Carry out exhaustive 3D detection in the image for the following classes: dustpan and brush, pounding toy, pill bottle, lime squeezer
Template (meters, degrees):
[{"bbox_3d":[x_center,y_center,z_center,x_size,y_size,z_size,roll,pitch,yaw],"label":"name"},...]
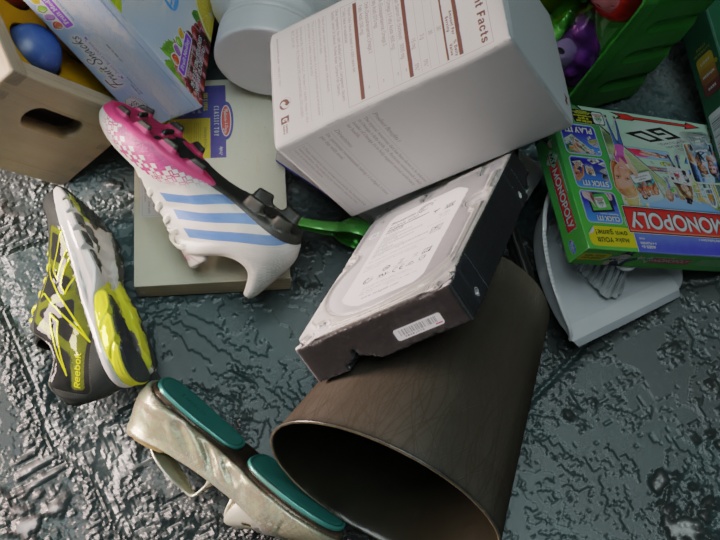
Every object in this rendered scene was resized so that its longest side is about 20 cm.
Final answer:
[{"bbox_3d":[0.181,-0.053,0.968,0.139,0.057,0.200,-21,70,-30],"label":"dustpan and brush"},{"bbox_3d":[-0.273,-0.195,0.982,0.142,0.200,0.185,-35,69,19],"label":"pounding toy"},{"bbox_3d":[-0.070,-0.263,1.034,0.119,0.120,0.201,8,61,2],"label":"pill bottle"},{"bbox_3d":[0.000,0.000,0.968,0.200,0.038,0.071,48,56,5],"label":"lime squeezer"}]

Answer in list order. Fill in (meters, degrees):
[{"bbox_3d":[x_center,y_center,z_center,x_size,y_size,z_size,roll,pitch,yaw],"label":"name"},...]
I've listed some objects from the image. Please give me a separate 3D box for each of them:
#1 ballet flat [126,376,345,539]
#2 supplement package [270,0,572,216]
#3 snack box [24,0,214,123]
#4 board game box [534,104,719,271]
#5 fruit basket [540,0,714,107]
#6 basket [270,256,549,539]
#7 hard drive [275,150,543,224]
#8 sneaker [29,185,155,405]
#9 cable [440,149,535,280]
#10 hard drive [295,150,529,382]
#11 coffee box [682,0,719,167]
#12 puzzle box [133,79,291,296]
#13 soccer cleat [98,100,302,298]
[{"bbox_3d":[-0.100,0.161,0.901,0.200,0.067,0.062,37,100,17],"label":"ballet flat"},{"bbox_3d":[0.044,-0.147,0.893,0.199,0.117,0.118,-21,54,23],"label":"supplement package"},{"bbox_3d":[-0.195,-0.249,0.980,0.067,0.169,0.201,-19,46,21],"label":"snack box"},{"bbox_3d":[0.240,-0.067,0.967,0.199,0.029,0.135,2,62,-30],"label":"board game box"},{"bbox_3d":[0.170,-0.238,0.992,0.214,0.216,0.156,-9,67,-5],"label":"fruit basket"},{"bbox_3d":[0.058,0.090,0.872,0.180,0.136,0.200,25,54,11],"label":"basket"},{"bbox_3d":[0.045,-0.092,1.009,0.200,0.025,0.132,34,70,5],"label":"hard drive"},{"bbox_3d":[-0.237,0.018,0.943,0.084,0.074,0.201,-29,59,7],"label":"sneaker"},{"bbox_3d":[0.107,-0.055,0.982,0.097,0.050,0.201,-18,86,-31],"label":"cable"},{"bbox_3d":[0.044,-0.008,0.859,0.038,0.139,0.200,55,35,-16],"label":"hard drive"},{"bbox_3d":[0.359,-0.174,1.038,0.122,0.044,0.201,2,65,-20],"label":"coffee box"},{"bbox_3d":[-0.130,-0.076,1.012,0.132,0.025,0.201,-3,67,-2],"label":"puzzle box"},{"bbox_3d":[-0.142,-0.055,0.938,0.200,0.070,0.087,36,106,4],"label":"soccer cleat"}]
